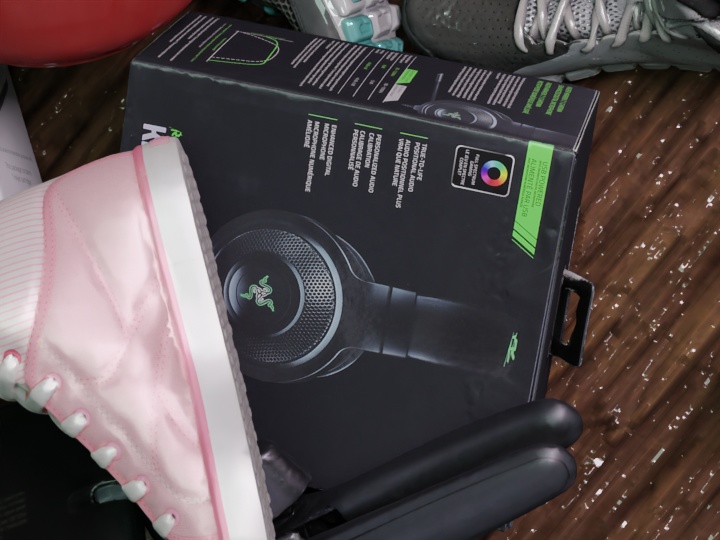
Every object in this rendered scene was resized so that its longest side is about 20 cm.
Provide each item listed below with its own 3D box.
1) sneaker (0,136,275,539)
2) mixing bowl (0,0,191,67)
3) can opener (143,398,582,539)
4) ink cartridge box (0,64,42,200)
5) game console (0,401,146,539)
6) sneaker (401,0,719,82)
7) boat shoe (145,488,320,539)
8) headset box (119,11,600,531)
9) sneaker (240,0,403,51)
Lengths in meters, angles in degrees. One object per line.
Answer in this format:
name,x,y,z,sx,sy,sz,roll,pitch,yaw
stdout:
sneaker,-0.095,0.055,0.900,0.104,0.075,0.201,-14,80,-2
mixing bowl,-0.131,-0.155,0.963,0.199,0.200,0.109,2,128,7
can opener,0.001,0.101,0.933,0.199,0.064,0.079,-19,129,29
ink cartridge box,-0.236,-0.075,1.053,0.145,0.084,0.201,-18,85,7
game console,-0.154,0.167,0.972,0.199,0.116,0.176,-22,53,15
sneaker,0.112,-0.122,0.994,0.199,0.115,0.075,1,87,7
boat shoe,-0.064,0.122,1.027,0.199,0.068,0.072,12,87,7
headset box,0.000,0.000,0.986,0.199,0.093,0.175,12,112,7
sneaker,-0.054,-0.153,1.050,0.091,0.078,0.200,-33,80,21
